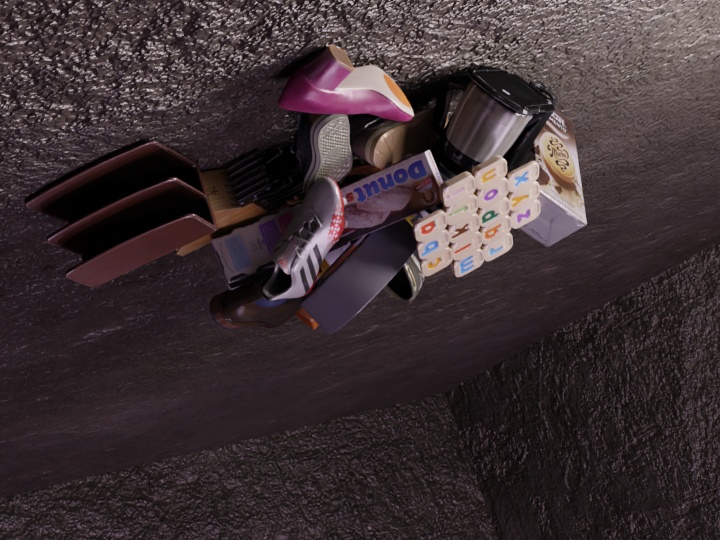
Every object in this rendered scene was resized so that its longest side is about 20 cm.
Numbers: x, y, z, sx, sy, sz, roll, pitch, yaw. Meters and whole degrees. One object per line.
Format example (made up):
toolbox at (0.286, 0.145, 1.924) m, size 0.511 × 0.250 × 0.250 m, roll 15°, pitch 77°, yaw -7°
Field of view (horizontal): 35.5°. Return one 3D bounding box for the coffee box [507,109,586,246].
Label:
coffee box at (0.263, -0.154, 1.668) m, size 0.113 × 0.202 × 0.080 m, roll 29°, pitch 136°, yaw -34°

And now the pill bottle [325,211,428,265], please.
pill bottle at (0.033, -0.079, 1.845) m, size 0.199 × 0.115 × 0.114 m, roll -27°, pitch 164°, yaw 21°

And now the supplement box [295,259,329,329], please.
supplement box at (-0.041, 0.006, 1.978) m, size 0.200 × 0.069 × 0.067 m, roll -49°, pitch 167°, yaw -12°

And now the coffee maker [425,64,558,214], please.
coffee maker at (0.177, -0.166, 1.567) m, size 0.191 × 0.135 × 0.201 m, roll 6°, pitch 125°, yaw -41°

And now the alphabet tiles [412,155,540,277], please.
alphabet tiles at (0.160, -0.072, 1.533) m, size 0.194 × 0.015 × 0.201 m, roll -29°, pitch 145°, yaw -10°

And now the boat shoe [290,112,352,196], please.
boat shoe at (-0.053, -0.164, 1.497) m, size 0.074 × 0.062 × 0.201 m, roll -28°, pitch 157°, yaw -17°

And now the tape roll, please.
tape roll at (0.000, 0.000, 1.645) m, size 0.200 × 0.066 × 0.200 m, roll -45°, pitch -175°, yaw 5°

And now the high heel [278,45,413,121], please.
high heel at (-0.013, -0.209, 1.404) m, size 0.096 × 0.068 × 0.199 m, roll -38°, pitch 154°, yaw 23°

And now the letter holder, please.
letter holder at (-0.311, -0.073, 1.451) m, size 0.198 × 0.101 × 0.142 m, roll -24°, pitch 163°, yaw 12°

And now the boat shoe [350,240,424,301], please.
boat shoe at (0.028, -0.037, 1.768) m, size 0.072 × 0.202 × 0.060 m, roll -32°, pitch -163°, yaw 25°

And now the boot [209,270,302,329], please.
boot at (-0.120, 0.040, 1.653) m, size 0.096 × 0.075 × 0.199 m, roll -23°, pitch 175°, yaw 37°

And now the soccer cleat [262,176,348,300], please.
soccer cleat at (-0.078, -0.038, 1.524) m, size 0.085 × 0.069 × 0.201 m, roll -19°, pitch 144°, yaw -42°

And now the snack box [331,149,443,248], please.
snack box at (0.021, -0.094, 1.535) m, size 0.199 × 0.073 × 0.024 m, roll -22°, pitch -177°, yaw 27°

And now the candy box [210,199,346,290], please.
candy box at (-0.117, -0.041, 1.670) m, size 0.198 × 0.072 × 0.168 m, roll -24°, pitch 176°, yaw -7°

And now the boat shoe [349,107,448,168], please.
boat shoe at (0.054, -0.195, 1.570) m, size 0.199 × 0.064 × 0.073 m, roll -30°, pitch 139°, yaw -49°

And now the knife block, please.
knife block at (-0.171, -0.100, 1.601) m, size 0.174 × 0.065 × 0.200 m, roll -11°, pitch 162°, yaw -29°

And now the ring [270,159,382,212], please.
ring at (-0.054, -0.130, 1.692) m, size 0.198 × 0.019 × 0.200 m, roll -19°, pitch 175°, yaw -2°
